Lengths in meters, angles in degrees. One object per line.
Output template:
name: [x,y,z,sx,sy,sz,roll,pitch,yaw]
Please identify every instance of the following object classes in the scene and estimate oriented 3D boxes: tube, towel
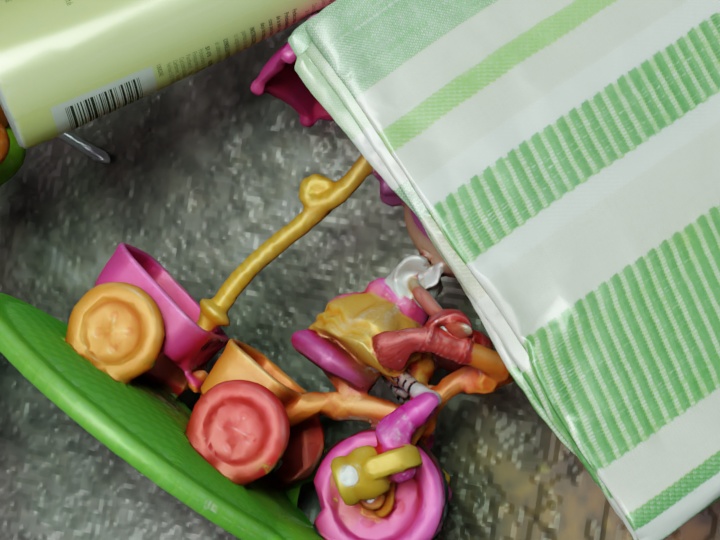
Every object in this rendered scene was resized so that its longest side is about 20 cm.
tube: [-0.035,-0.103,0.782,0.199,0.052,0.058,-23,54,-8]
towel: [0.090,-0.033,0.732,0.152,0.023,0.201,-33,85,-9]

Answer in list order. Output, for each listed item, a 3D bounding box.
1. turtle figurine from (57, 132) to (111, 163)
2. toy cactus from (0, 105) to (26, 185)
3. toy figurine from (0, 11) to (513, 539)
turtle figurine: [-0.152,-0.149,0.890,0.194,0.199,0.144,55,137,42]
toy cactus: [-0.171,0.008,0.821,0.200,0.102,0.166,120,154,-47]
toy figurine: [0.000,0.000,0.779,0.200,0.150,0.184,38,92,16]
